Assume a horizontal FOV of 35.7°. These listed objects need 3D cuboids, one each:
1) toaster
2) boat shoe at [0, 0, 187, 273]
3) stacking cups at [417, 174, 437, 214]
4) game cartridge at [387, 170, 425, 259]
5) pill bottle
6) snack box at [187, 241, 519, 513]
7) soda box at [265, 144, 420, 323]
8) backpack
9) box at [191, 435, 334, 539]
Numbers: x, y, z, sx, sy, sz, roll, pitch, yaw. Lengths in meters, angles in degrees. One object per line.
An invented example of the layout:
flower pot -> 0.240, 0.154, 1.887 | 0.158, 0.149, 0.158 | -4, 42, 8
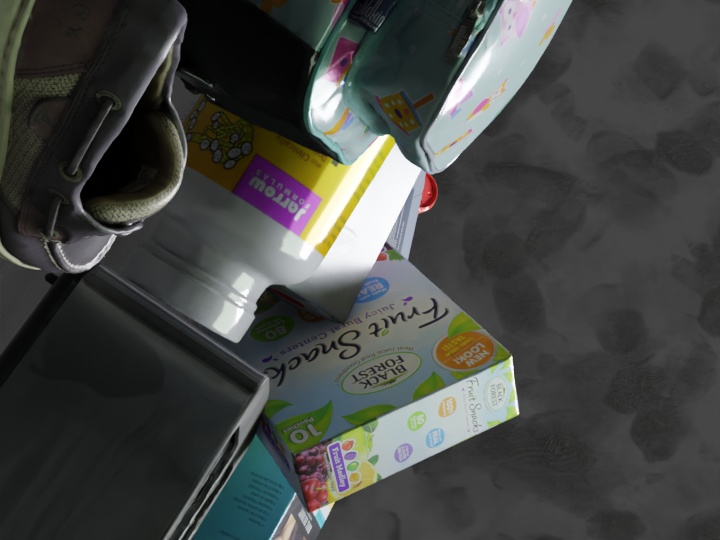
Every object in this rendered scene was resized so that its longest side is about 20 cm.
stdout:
toaster -> -0.138, 0.102, 0.574 | 0.200, 0.119, 0.181 | -58, 177, -21
boat shoe -> -0.094, -0.041, 0.392 | 0.072, 0.065, 0.200 | -59, 178, -27
stacking cups -> -0.001, -0.059, 1.078 | 0.200, 0.060, 0.061 | -23, -151, 57
game cartridge -> 0.000, 0.000, 0.879 | 0.133, 0.041, 0.200 | -23, 129, -60
pill bottle -> -0.044, -0.065, 0.597 | 0.200, 0.104, 0.104 | -59, 177, -4
snack box -> -0.014, 0.049, 0.706 | 0.142, 0.200, 0.053 | -23, 125, -16
soda box -> -0.005, -0.074, 0.687 | 0.068, 0.063, 0.200 | 37, 77, -50
backpack -> 0.018, -0.144, 0.457 | 0.200, 0.153, 0.176 | -65, 171, 1
box -> -0.047, 0.139, 0.764 | 0.200, 0.049, 0.082 | -61, 157, -25
